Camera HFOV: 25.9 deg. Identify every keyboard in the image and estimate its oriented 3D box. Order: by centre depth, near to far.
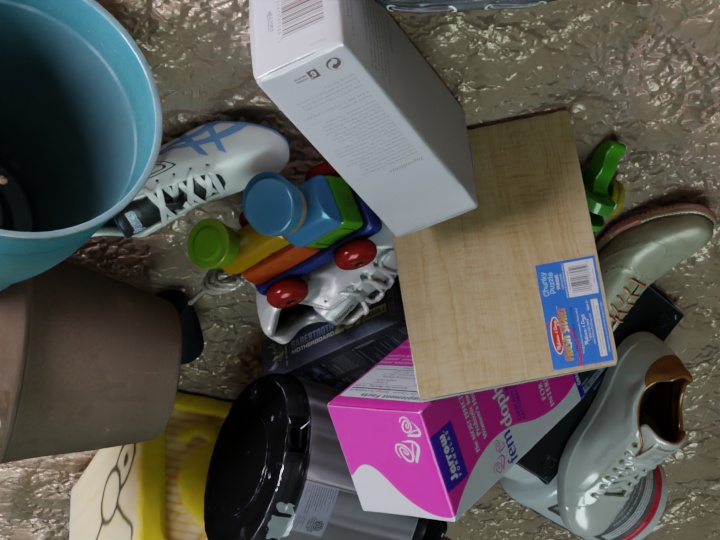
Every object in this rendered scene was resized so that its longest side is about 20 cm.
[{"bbox_3d":[0.218,0.107,1.407,0.127,0.021,0.200,35,96,-34],"label":"keyboard"}]

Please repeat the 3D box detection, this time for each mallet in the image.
[{"bbox_3d":[-0.233,0.062,1.361,0.199,0.041,0.066,-10,139,12],"label":"mallet"}]

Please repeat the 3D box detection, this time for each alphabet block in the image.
[{"bbox_3d":[-0.157,0.254,1.490,0.196,0.196,0.200,13,140,-25],"label":"alphabet block"}]

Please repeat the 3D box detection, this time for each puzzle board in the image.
[{"bbox_3d":[0.102,-0.011,1.183,0.150,0.201,0.017,-11,166,7],"label":"puzzle board"}]

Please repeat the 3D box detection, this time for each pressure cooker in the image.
[{"bbox_3d":[-0.017,0.194,1.356,0.200,0.179,0.176,18,134,-25],"label":"pressure cooker"}]

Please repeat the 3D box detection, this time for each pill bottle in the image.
[{"bbox_3d":[0.201,0.188,1.512,0.111,0.111,0.200,-30,137,28],"label":"pill bottle"}]

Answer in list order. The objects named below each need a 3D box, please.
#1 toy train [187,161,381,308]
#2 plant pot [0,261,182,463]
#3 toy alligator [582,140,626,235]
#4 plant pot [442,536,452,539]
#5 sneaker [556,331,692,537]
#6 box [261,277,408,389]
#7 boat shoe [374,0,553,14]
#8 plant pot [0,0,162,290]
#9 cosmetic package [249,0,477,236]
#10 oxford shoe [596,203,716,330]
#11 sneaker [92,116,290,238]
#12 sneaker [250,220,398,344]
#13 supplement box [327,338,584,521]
[{"bbox_3d":[-0.093,-0.013,1.208,0.200,0.085,0.116,-29,162,27],"label":"toy train"},{"bbox_3d":[-0.238,0.070,1.238,0.174,0.201,0.200,8,140,-21],"label":"plant pot"},{"bbox_3d":[0.157,-0.027,1.275,0.059,0.054,0.200,15,138,-24],"label":"toy alligator"},{"bbox_3d":[-0.018,0.341,1.633,0.179,0.200,0.200,25,135,-11],"label":"plant pot"},{"bbox_3d":[0.234,0.160,1.378,0.073,0.085,0.200,5,112,-29],"label":"sneaker"},{"bbox_3d":[0.030,0.095,1.420,0.157,0.051,0.200,-27,138,25],"label":"box"},{"bbox_3d":[0.101,-0.206,1.039,0.199,0.069,0.057,-2,161,-1],"label":"boat shoe"},{"bbox_3d":[-0.259,-0.074,1.067,0.200,0.201,0.188,13,151,-22],"label":"plant pot"},{"bbox_3d":[0.005,-0.121,1.100,0.074,0.102,0.200,-21,138,20],"label":"cosmetic package"},{"bbox_3d":[0.220,0.014,1.320,0.071,0.074,0.200,27,132,-35],"label":"oxford shoe"},{"bbox_3d":[-0.146,-0.061,1.182,0.199,0.073,0.072,-15,140,10],"label":"sneaker"},{"bbox_3d":[0.000,0.000,1.265,0.200,0.087,0.074,-27,136,24],"label":"sneaker"},{"bbox_3d":[0.081,0.105,1.270,0.103,0.200,0.101,1,117,43],"label":"supplement box"}]
